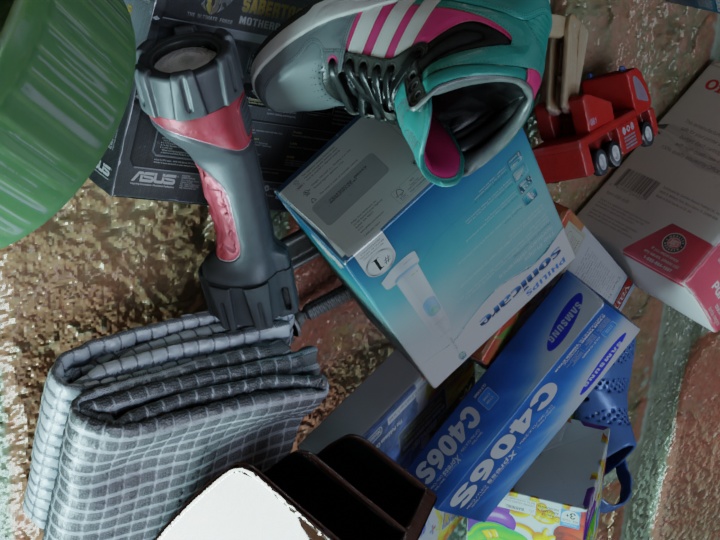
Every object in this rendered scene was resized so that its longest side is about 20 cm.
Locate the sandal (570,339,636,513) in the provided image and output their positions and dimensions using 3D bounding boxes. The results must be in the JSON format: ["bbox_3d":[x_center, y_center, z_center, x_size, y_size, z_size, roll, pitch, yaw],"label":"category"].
[{"bbox_3d":[0.225,0.141,1.220,0.079,0.087,0.203,-8,115,-31],"label":"sandal"}]

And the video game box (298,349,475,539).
[{"bbox_3d":[0.031,0.164,1.070,0.200,0.046,0.184,-41,137,-44],"label":"video game box"}]

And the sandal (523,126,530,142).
[{"bbox_3d":[0.095,-0.098,1.023,0.079,0.057,0.202,-34,128,-17],"label":"sandal"}]

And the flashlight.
[{"bbox_3d":[-0.093,-0.052,0.846,0.068,0.068,0.202,-30,132,-26],"label":"flashlight"}]

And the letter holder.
[{"bbox_3d":[-0.066,0.200,0.948,0.200,0.142,0.101,-50,-177,36],"label":"letter holder"}]

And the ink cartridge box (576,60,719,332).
[{"bbox_3d":[0.304,-0.069,1.130,0.200,0.145,0.085,-49,130,-4],"label":"ink cartridge box"}]

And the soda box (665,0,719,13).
[{"bbox_3d":[0.237,-0.283,0.920,0.068,0.063,0.201,-37,126,-20],"label":"soda box"}]

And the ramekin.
[{"bbox_3d":[-0.215,-0.106,0.708,0.201,0.199,0.098,-53,139,-1],"label":"ramekin"}]

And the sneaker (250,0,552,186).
[{"bbox_3d":[0.024,-0.104,0.793,0.198,0.122,0.084,-16,145,21],"label":"sneaker"}]

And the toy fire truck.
[{"bbox_3d":[0.161,-0.144,1.024,0.199,0.048,0.143,-29,108,-50],"label":"toy fire truck"}]

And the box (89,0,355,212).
[{"bbox_3d":[-0.074,-0.123,0.893,0.198,0.048,0.160,3,110,-38],"label":"box"}]

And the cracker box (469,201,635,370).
[{"bbox_3d":[0.146,0.030,1.085,0.135,0.057,0.200,-59,148,-3],"label":"cracker box"}]

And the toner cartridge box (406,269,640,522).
[{"bbox_3d":[0.126,0.101,1.022,0.201,0.043,0.095,-52,149,7],"label":"toner cartridge box"}]

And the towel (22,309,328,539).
[{"bbox_3d":[-0.126,0.119,0.927,0.198,0.086,0.167,-12,139,-32],"label":"towel"}]

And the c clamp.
[{"bbox_3d":[0.000,0.000,0.994,0.198,0.027,0.172,-25,152,-15],"label":"c clamp"}]

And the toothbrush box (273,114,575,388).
[{"bbox_3d":[0.052,-0.030,0.907,0.146,0.085,0.200,-43,145,-4],"label":"toothbrush box"}]

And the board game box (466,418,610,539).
[{"bbox_3d":[0.152,0.234,1.161,0.105,0.102,0.202,-59,155,-49],"label":"board game box"}]
